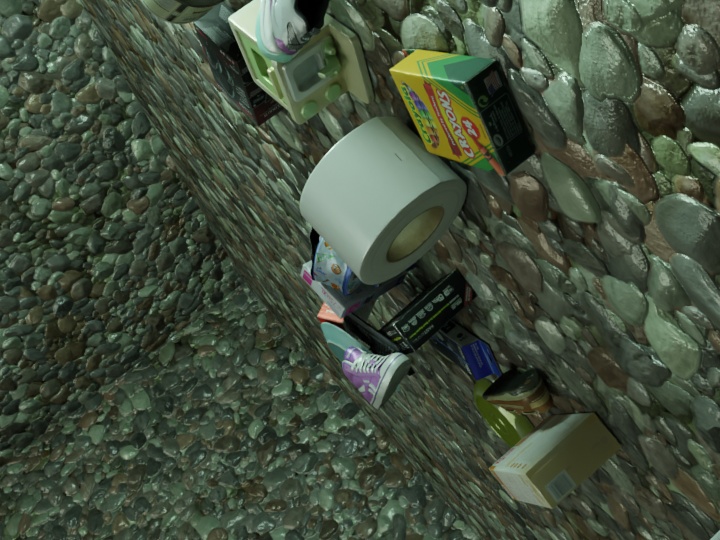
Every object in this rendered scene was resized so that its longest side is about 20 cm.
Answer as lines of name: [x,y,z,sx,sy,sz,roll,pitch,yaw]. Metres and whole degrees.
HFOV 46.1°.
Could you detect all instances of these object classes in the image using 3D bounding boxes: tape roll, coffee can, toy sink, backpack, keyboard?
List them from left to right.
coffee can: [-0.284,-0.490,1.378,0.147,0.146,0.200,57,166,-19]
toy sink: [-0.090,-0.311,1.260,0.200,0.112,0.131,43,165,34]
backpack: [-0.004,-0.050,1.484,0.154,0.191,0.200,30,161,17]
keyboard: [0.033,0.144,1.569,0.200,0.021,0.127,34,160,51]
tape roll: [0.033,-0.097,1.202,0.139,0.202,0.203,48,166,20]

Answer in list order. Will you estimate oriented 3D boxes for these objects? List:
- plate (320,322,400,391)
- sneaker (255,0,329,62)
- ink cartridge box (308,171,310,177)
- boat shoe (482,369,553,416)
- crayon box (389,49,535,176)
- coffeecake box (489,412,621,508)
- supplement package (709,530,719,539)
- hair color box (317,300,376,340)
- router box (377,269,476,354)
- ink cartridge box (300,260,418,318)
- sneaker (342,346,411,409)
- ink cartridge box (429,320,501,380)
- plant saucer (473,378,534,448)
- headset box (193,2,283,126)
plate: [-0.007,0.175,1.646,0.200,0.026,0.200,38,164,13]
sneaker: [-0.085,-0.392,1.124,0.140,0.078,0.201,-19,80,46]
ink cartridge box: [-0.057,-0.099,1.832,0.163,0.057,0.201,-125,27,-51]
boat shoe: [0.278,0.226,1.498,0.074,0.076,0.200,49,168,-2]
crayon box: [0.110,-0.194,1.016,0.200,0.051,0.127,32,156,58]
coffeecake box: [0.318,0.313,1.409,0.073,0.153,0.200,52,167,4]
supplement package: [0.517,0.411,1.081,0.156,0.111,0.200,43,164,34]
hair color box: [-0.012,0.046,1.738,0.064,0.201,0.111,14,150,23]
router box: [0.112,0.083,1.519,0.062,0.150,0.200,50,167,2]
ink cartridge box: [0.000,0.000,1.587,0.119,0.200,0.042,46,144,20]
sneaker: [0.017,0.172,1.491,0.114,0.073,0.201,44,152,10]
ink cartridge box: [0.193,0.148,1.664,0.200,0.039,0.100,33,156,53]
plant saucer: [0.297,0.310,1.749,0.200,0.031,0.200,48,166,15]
headset box: [-0.225,-0.384,1.611,0.149,0.077,0.200,46,164,26]
